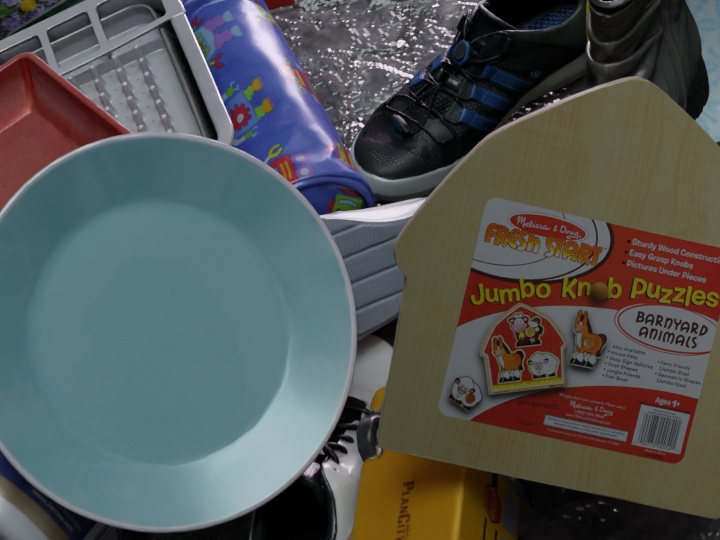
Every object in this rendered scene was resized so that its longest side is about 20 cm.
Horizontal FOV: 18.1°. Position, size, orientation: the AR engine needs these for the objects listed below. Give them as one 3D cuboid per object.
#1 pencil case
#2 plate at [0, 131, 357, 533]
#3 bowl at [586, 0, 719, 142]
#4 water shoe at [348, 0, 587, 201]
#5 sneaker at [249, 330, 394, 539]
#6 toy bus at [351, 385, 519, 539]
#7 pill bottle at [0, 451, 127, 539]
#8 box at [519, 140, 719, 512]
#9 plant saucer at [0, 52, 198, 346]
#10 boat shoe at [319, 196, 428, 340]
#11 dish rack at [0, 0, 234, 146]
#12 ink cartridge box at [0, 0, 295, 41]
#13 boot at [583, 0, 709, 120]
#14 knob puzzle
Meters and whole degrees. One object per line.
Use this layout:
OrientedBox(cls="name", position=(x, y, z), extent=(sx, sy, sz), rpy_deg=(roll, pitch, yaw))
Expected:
OrientedBox(cls="pencil case", position=(-0.061, -0.084, 1.356), extent=(0.087, 0.078, 0.201), rpy_deg=(-42, 48, 17))
OrientedBox(cls="plate", position=(-0.100, 0.031, 1.138), extent=(0.199, 0.026, 0.202), rpy_deg=(2, 81, -12))
OrientedBox(cls="bowl", position=(0.214, -0.144, 1.312), extent=(0.199, 0.201, 0.108), rpy_deg=(-24, 8, -9))
OrientedBox(cls="water shoe", position=(0.066, -0.123, 1.359), extent=(0.200, 0.079, 0.071), rpy_deg=(-39, 53, -20))
OrientedBox(cls="sneaker", position=(-0.012, 0.104, 1.185), extent=(0.073, 0.080, 0.201), rpy_deg=(1, 48, 15))
OrientedBox(cls="toy bus", position=(0.036, 0.151, 1.124), extent=(0.065, 0.078, 0.201), rpy_deg=(-14, 47, 27))
OrientedBox(cls="pill bottle", position=(-0.145, 0.076, 1.214), extent=(0.111, 0.111, 0.200), rpy_deg=(21, 57, 27))
OrientedBox(cls="box", position=(0.158, 0.023, 1.198), extent=(0.199, 0.106, 0.123), rpy_deg=(-19, 49, -5))
OrientedBox(cls="plant saucer", position=(-0.206, -0.013, 1.221), extent=(0.200, 0.037, 0.199), rpy_deg=(-38, 44, -14))
OrientedBox(cls="boat shoe", position=(0.000, 0.000, 1.255), extent=(0.199, 0.072, 0.062), rpy_deg=(-15, 1, -31))
OrientedBox(cls="dish rack", position=(-0.162, -0.076, 1.319), extent=(0.171, 0.044, 0.200), rpy_deg=(-25, 42, 0))
OrientedBox(cls="ink cartridge box", position=(-0.143, -0.169, 1.421), extent=(0.199, 0.109, 0.051), rpy_deg=(-14, 46, 0))
OrientedBox(cls="boot", position=(0.125, -0.093, 1.147), extent=(0.067, 0.131, 0.201), rpy_deg=(10, 50, 21))
OrientedBox(cls="knob puzzle", position=(0.112, 0.005, 1.095), extent=(0.218, 0.221, 0.030), rpy_deg=(-15, 11, -1))
